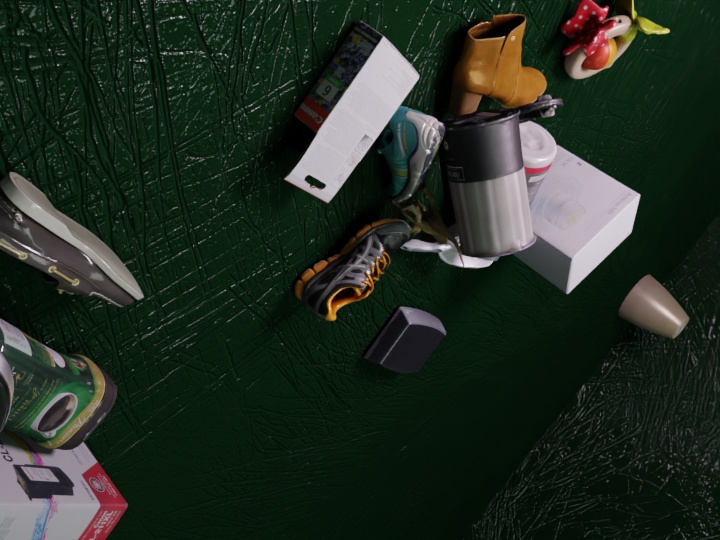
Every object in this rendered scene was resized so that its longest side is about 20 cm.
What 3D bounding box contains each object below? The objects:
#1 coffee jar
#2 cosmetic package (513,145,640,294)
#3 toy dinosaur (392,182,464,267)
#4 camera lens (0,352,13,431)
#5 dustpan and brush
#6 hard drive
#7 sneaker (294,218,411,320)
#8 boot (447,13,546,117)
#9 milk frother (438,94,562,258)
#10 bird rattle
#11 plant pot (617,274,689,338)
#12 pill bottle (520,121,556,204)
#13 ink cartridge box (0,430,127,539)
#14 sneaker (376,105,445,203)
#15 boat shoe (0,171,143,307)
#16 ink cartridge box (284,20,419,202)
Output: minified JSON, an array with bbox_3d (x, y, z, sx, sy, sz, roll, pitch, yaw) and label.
[{"bbox_3d":[-0.351,0.122,0.758,0.104,0.085,0.200,-49,150,-7],"label":"coffee jar"},{"bbox_3d":[0.389,-0.102,1.393,0.199,0.200,0.123,-40,149,-17],"label":"cosmetic package"},{"bbox_3d":[0.106,-0.074,1.092,0.058,0.200,0.101,-41,115,-9],"label":"toy dinosaur"},{"bbox_3d":[-0.374,0.065,0.545,0.159,0.200,0.161,-34,147,-25],"label":"camera lens"},{"bbox_3d":[0.162,-0.044,1.237,0.140,0.198,0.058,113,-13,-59],"label":"dustpan and brush"},{"bbox_3d":[0.097,0.144,1.435,0.135,0.042,0.200,-54,150,8],"label":"hard drive"},{"bbox_3d":[0.000,0.000,1.082,0.199,0.077,0.078,-38,148,-3],"label":"sneaker"},{"bbox_3d":[0.219,-0.305,1.050,0.200,0.071,0.145,-22,150,-28],"label":"boot"},{"bbox_3d":[0.219,-0.144,1.055,0.198,0.181,0.190,-12,109,0],"label":"milk frother"},{"bbox_3d":[0.408,-0.380,1.211,0.199,0.113,0.163,-31,162,-25],"label":"bird rattle"},{"bbox_3d":[1.070,0.149,2.607,0.187,0.200,0.188,-33,147,-25],"label":"plant pot"},{"bbox_3d":[0.246,-0.147,1.229,0.110,0.111,0.201,-27,150,-34],"label":"pill bottle"},{"bbox_3d":[-0.379,0.238,0.791,0.083,0.146,0.200,-51,151,1],"label":"ink cartridge box"},{"bbox_3d":[0.064,-0.165,1.009,0.078,0.079,0.200,-57,173,-21],"label":"sneaker"},{"bbox_3d":[-0.290,-0.015,0.705,0.060,0.072,0.201,-41,143,-5],"label":"boat shoe"},{"bbox_3d":[-0.021,-0.189,0.888,0.201,0.050,0.109,-53,151,8],"label":"ink cartridge box"}]
